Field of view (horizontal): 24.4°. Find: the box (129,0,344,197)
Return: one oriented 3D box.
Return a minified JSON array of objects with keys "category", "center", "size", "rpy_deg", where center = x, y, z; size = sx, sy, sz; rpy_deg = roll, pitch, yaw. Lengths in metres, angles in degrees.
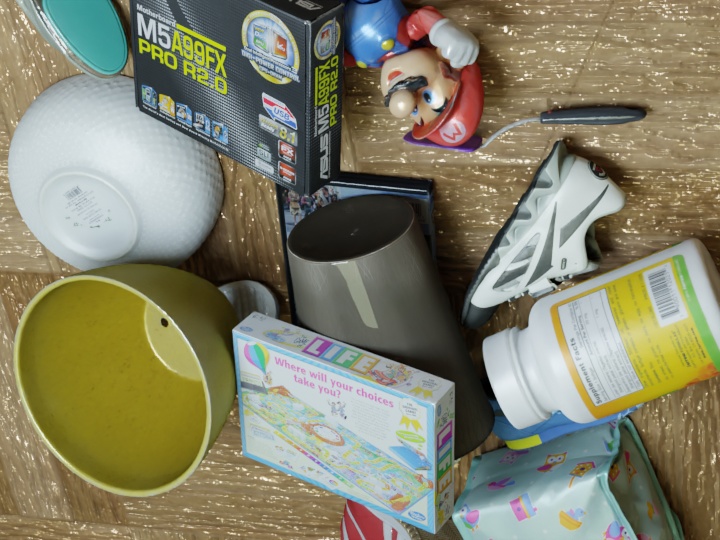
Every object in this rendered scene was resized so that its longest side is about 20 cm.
[{"category":"box","center":[-0.102,-0.169,1.334],"size":[0.199,0.044,0.161],"rpy_deg":[29,135,29]}]

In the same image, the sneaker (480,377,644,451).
[{"category":"sneaker","center":[0.186,0.095,1.466],"size":[0.199,0.066,0.079],"rpy_deg":[-25,114,33]}]

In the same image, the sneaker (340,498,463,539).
[{"category":"sneaker","center":[0.051,0.281,1.612],"size":[0.200,0.071,0.113],"rpy_deg":[49,141,29]}]

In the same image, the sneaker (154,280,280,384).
[{"category":"sneaker","center":[-0.150,0.081,1.573],"size":[0.200,0.079,0.079],"rpy_deg":[-40,79,13]}]

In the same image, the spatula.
[{"category":"spatula","center":[0.132,-0.115,1.345],"size":[0.198,0.057,0.021],"rpy_deg":[-8,104,17]}]

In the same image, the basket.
[{"category":"basket","center":[0.015,0.049,1.427],"size":[0.179,0.136,0.202],"rpy_deg":[9,127,36]}]

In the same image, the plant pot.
[{"category":"plant pot","center":[-0.181,0.076,1.455],"size":[0.198,0.142,0.202],"rpy_deg":[10,114,24]}]

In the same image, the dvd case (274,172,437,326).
[{"category":"dvd case","center":[0.000,0.000,1.491],"size":[0.141,0.018,0.202],"rpy_deg":[7,128,15]}]

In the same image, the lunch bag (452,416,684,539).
[{"category":"lunch bag","center":[0.206,0.256,1.544],"size":[0.169,0.122,0.201],"rpy_deg":[-19,112,27]}]

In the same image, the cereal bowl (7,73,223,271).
[{"category":"cereal bowl","center":[-0.226,-0.069,1.477],"size":[0.198,0.084,0.202],"rpy_deg":[10,129,12]}]

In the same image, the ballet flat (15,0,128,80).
[{"category":"ballet flat","center":[-0.267,-0.243,1.384],"size":[0.063,0.067,0.201],"rpy_deg":[-3,129,55]}]

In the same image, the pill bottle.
[{"category":"pill bottle","center":[0.207,0.059,1.378],"size":[0.198,0.111,0.112],"rpy_deg":[-22,117,17]}]

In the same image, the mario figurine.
[{"category":"mario figurine","center":[0.016,-0.173,1.292],"size":[0.106,0.123,0.200],"rpy_deg":[-45,99,-6]}]

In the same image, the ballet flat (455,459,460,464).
[{"category":"ballet flat","center":[0.035,0.153,1.554],"size":[0.199,0.064,0.077],"rpy_deg":[3,108,49]}]

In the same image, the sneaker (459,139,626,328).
[{"category":"sneaker","center":[0.152,-0.009,1.395],"size":[0.088,0.074,0.201],"rpy_deg":[30,130,-2]}]

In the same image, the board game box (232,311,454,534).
[{"category":"board game box","center":[-0.014,0.126,1.388],"size":[0.198,0.034,0.136],"rpy_deg":[19,128,28]}]
